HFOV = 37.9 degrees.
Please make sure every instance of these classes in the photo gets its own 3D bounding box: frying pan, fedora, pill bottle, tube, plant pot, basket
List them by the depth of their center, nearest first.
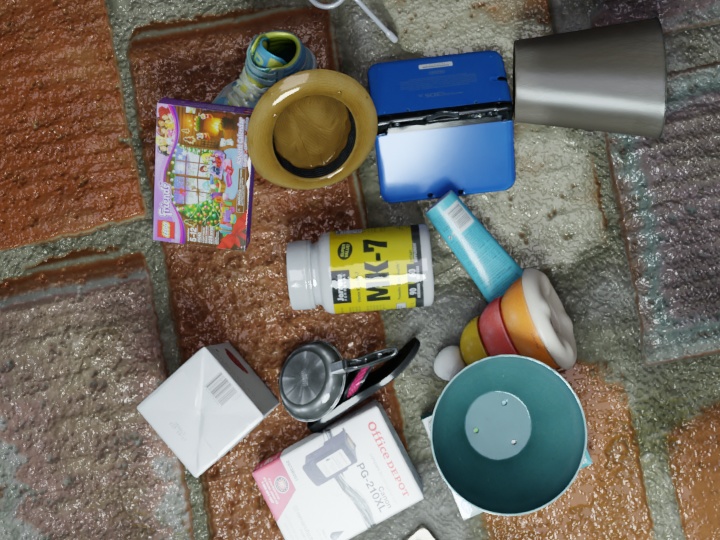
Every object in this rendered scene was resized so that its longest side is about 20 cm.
[{"bbox_3d":[0.188,0.211,1.387,0.197,0.135,0.203,0,86,2],"label":"plant pot"},{"bbox_3d":[-0.072,-0.205,1.445,0.199,0.202,0.082,-21,46,0],"label":"fedora"},{"bbox_3d":[-0.041,0.154,1.448,0.188,0.031,0.116,1,74,36],"label":"frying pan"},{"bbox_3d":[0.312,-0.266,1.455,0.197,0.136,0.182,0,60,7],"label":"basket"},{"bbox_3d":[0.000,0.000,1.458,0.197,0.114,0.116,-5,87,1],"label":"pill bottle"},{"bbox_3d":[0.172,-0.021,1.491,0.077,0.050,0.201,-38,94,12],"label":"tube"}]

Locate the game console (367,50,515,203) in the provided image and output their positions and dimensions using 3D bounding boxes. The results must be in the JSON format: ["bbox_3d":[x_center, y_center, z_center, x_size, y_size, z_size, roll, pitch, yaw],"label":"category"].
[{"bbox_3d":[0.116,-0.209,1.512,0.197,0.119,0.172,-6,56,1],"label":"game console"}]

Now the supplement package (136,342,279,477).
[{"bbox_3d":[-0.198,0.180,1.410,0.120,0.200,0.121,-42,88,0],"label":"supplement package"}]

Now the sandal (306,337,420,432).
[{"bbox_3d":[-0.001,0.153,1.470,0.199,0.075,0.045,-36,96,2],"label":"sandal"}]

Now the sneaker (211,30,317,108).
[{"bbox_3d":[-0.154,-0.261,1.460,0.200,0.131,0.080,-42,80,-1],"label":"sneaker"}]

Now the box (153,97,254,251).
[{"bbox_3d":[-0.218,-0.133,1.466,0.135,0.039,0.202,7,112,2],"label":"box"}]

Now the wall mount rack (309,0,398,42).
[{"bbox_3d":[0.018,-0.434,1.499,0.173,0.075,0.201,37,89,6],"label":"wall mount rack"}]

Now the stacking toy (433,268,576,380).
[{"bbox_3d":[0.187,0.097,1.454,0.198,0.146,0.148,-24,87,21],"label":"stacking toy"}]

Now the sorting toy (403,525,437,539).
[{"bbox_3d":[0.076,0.501,1.457,0.200,0.070,0.199,-40,88,-1],"label":"sorting toy"}]

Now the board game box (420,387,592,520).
[{"bbox_3d":[0.204,0.239,1.476,0.198,0.047,0.152,-24,88,0],"label":"board game box"}]

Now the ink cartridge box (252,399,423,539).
[{"bbox_3d":[-0.029,0.292,1.460,0.198,0.084,0.146,-28,88,0],"label":"ink cartridge box"}]
